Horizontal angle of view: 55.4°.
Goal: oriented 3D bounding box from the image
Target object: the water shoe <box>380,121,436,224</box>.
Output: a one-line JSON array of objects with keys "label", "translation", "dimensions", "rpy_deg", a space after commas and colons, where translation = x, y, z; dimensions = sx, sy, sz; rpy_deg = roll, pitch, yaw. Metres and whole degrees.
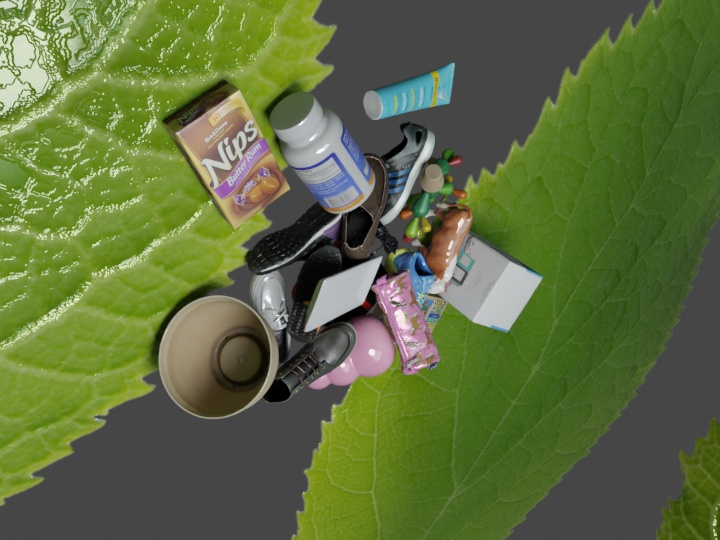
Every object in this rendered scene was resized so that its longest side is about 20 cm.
[{"label": "water shoe", "translation": [0.064, -0.184, 1.290], "dimensions": [0.079, 0.072, 0.200], "rpy_deg": [24, 106, -17]}]

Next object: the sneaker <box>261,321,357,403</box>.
[{"label": "sneaker", "translation": [-0.091, 0.177, 1.261], "dimensions": [0.200, 0.075, 0.106], "rpy_deg": [-41, 180, 14]}]

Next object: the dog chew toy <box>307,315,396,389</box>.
[{"label": "dog chew toy", "translation": [-0.032, 0.171, 1.362], "dimensions": [0.199, 0.125, 0.125], "rpy_deg": [-25, 134, -3]}]

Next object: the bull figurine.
[{"label": "bull figurine", "translation": [0.164, -0.050, 1.414], "dimensions": [0.065, 0.121, 0.201], "rpy_deg": [12, 109, -44]}]

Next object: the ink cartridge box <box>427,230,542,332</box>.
[{"label": "ink cartridge box", "translation": [0.248, 0.010, 1.470], "dimensions": [0.146, 0.200, 0.146], "rpy_deg": [19, 106, -46]}]

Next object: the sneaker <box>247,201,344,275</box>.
[{"label": "sneaker", "translation": [-0.105, -0.037, 1.228], "dimensions": [0.200, 0.076, 0.088], "rpy_deg": [-35, 141, -18]}]

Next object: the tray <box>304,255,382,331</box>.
[{"label": "tray", "translation": [-0.033, 0.034, 1.199], "dimensions": [0.200, 0.022, 0.108], "rpy_deg": [-23, 141, -58]}]

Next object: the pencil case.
[{"label": "pencil case", "translation": [0.085, 0.097, 1.314], "dimensions": [0.083, 0.087, 0.201], "rpy_deg": [-21, 96, -8]}]

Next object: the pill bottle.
[{"label": "pill bottle", "translation": [-0.064, -0.193, 1.125], "dimensions": [0.112, 0.112, 0.200], "rpy_deg": [-46, 137, -6]}]

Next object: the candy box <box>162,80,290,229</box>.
[{"label": "candy box", "translation": [-0.202, -0.174, 1.060], "dimensions": [0.117, 0.056, 0.200], "rpy_deg": [-39, 135, -13]}]

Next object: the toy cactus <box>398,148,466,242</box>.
[{"label": "toy cactus", "translation": [0.140, -0.152, 1.315], "dimensions": [0.200, 0.102, 0.165], "rpy_deg": [-53, 170, -8]}]

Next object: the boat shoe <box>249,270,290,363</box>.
[{"label": "boat shoe", "translation": [-0.160, 0.087, 1.265], "dimensions": [0.072, 0.068, 0.201], "rpy_deg": [-16, 127, -33]}]

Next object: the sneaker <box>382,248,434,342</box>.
[{"label": "sneaker", "translation": [0.098, 0.052, 1.373], "dimensions": [0.076, 0.105, 0.201], "rpy_deg": [-7, 89, -39]}]

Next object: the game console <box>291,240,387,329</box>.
[{"label": "game console", "translation": [-0.033, 0.033, 1.373], "dimensions": [0.177, 0.031, 0.200], "rpy_deg": [-50, 138, -6]}]

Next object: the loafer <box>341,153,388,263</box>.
[{"label": "loafer", "translation": [0.009, -0.114, 1.219], "dimensions": [0.071, 0.073, 0.201], "rpy_deg": [73, 24, -83]}]

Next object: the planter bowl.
[{"label": "planter bowl", "translation": [-0.226, 0.151, 1.183], "dimensions": [0.200, 0.200, 0.135], "rpy_deg": [-51, 165, 0]}]

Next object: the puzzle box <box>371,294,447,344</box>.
[{"label": "puzzle box", "translation": [0.103, 0.105, 1.539], "dimensions": [0.200, 0.025, 0.133], "rpy_deg": [12, 110, -45]}]

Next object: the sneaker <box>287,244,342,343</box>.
[{"label": "sneaker", "translation": [-0.080, 0.031, 1.255], "dimensions": [0.090, 0.070, 0.201], "rpy_deg": [-66, 176, -65]}]

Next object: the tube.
[{"label": "tube", "translation": [0.095, -0.317, 1.232], "dimensions": [0.200, 0.050, 0.078], "rpy_deg": [-25, 139, -34]}]

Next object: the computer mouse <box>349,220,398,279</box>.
[{"label": "computer mouse", "translation": [0.000, 0.000, 1.302], "dimensions": [0.200, 0.046, 0.140], "rpy_deg": [-47, 151, -6]}]
